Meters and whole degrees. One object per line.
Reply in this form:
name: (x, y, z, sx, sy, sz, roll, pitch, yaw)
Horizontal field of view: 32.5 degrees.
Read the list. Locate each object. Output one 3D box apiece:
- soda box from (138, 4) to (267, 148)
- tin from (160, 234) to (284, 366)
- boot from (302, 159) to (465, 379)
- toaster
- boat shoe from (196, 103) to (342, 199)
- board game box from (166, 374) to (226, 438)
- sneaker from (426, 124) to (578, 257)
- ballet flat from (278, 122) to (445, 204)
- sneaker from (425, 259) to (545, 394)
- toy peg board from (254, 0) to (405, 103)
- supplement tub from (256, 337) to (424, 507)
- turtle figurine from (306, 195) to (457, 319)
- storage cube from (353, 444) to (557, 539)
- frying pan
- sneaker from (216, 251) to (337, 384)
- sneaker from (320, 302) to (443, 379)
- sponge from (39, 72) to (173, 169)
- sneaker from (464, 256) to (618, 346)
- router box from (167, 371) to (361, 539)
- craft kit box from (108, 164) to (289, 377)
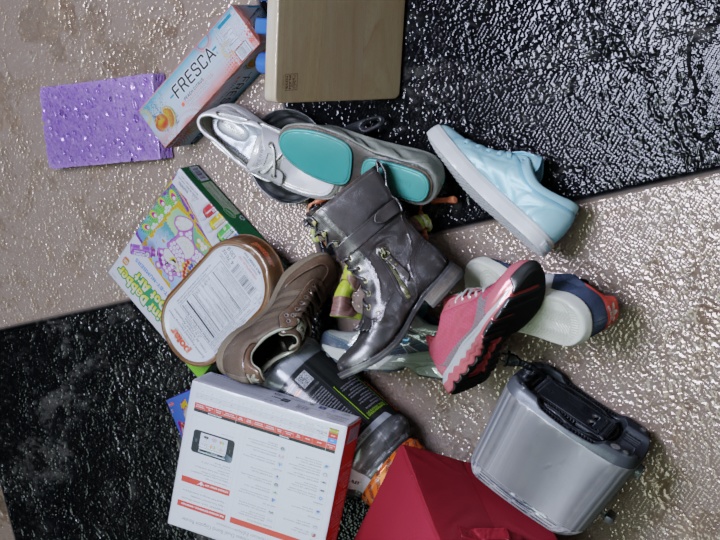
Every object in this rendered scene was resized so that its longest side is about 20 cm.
soda box: (-0.183, -0.239, 1.529, 0.200, 0.068, 0.064, -41, 79, 28)
tin: (-0.176, 0.039, 1.553, 0.200, 0.042, 0.112, -45, 74, 29)
boot: (0.000, 0.000, 1.371, 0.174, 0.069, 0.200, 45, 83, 0)
toaster: (0.210, 0.196, 1.368, 0.199, 0.113, 0.130, 33, 113, 16)
boat shoe: (-0.110, -0.137, 1.474, 0.199, 0.069, 0.071, 26, 109, 18)
board game box: (-0.180, 0.208, 1.571, 0.135, 0.044, 0.200, 67, 155, 2)
sneaker: (0.161, -0.106, 1.375, 0.082, 0.074, 0.200, -43, 71, -2)
ballet flat: (0.003, -0.127, 1.422, 0.198, 0.064, 0.068, 19, 122, 12)
sneaker: (0.124, 0.047, 1.338, 0.087, 0.073, 0.201, 54, 135, 26)
toy peg board: (-0.051, -0.295, 1.381, 0.097, 0.198, 0.202, 15, 107, 42)
supplement tub: (-0.026, 0.186, 1.496, 0.200, 0.122, 0.123, 40, 116, 17)
turtle figurine: (0.014, -0.026, 1.438, 0.198, 0.064, 0.163, -1, 79, 26)
storage cube: (0.103, 0.331, 1.384, 0.170, 0.180, 0.201, 15, 115, -21)
frying pan: (-0.062, -0.163, 1.498, 0.190, 0.031, 0.115, -42, 80, 26)
sneaker: (-0.081, 0.063, 1.472, 0.075, 0.200, 0.071, 21, 150, 42)
sneaker: (0.048, 0.075, 1.468, 0.198, 0.078, 0.087, 4, 96, 19)
sponge: (-0.341, -0.198, 1.649, 0.198, 0.030, 0.113, -1, 99, 30)
sneaker: (0.201, 0.030, 1.374, 0.199, 0.084, 0.076, 27, 125, 48)
router box: (-0.114, 0.232, 1.435, 0.198, 0.049, 0.181, 15, 101, 16)
craft kit box: (-0.211, 0.003, 1.610, 0.200, 0.048, 0.198, 46, 121, 14)
